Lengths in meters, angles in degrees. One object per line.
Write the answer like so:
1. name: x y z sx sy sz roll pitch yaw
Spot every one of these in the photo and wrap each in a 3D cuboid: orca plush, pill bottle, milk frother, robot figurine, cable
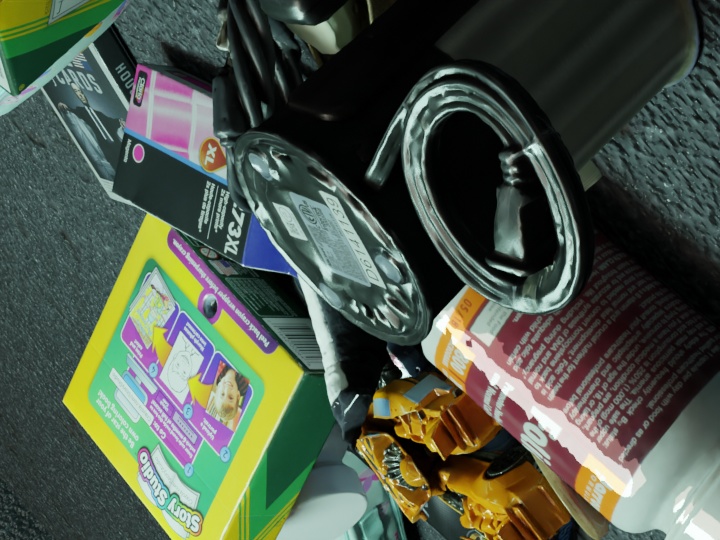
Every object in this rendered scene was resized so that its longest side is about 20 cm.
1. orca plush: 0.000 0.000 1.156 0.201 0.070 0.106 -98 -18 -46
2. pill bottle: -0.077 0.105 1.439 0.116 0.115 0.201 90 155 -61
3. pill bottle: 0.138 0.063 1.021 0.200 0.114 0.115 41 159 19
4. milk frother: 0.070 -0.071 0.812 0.199 0.188 0.181 32 156 34
5. robot figurine: 0.049 0.110 1.173 0.146 0.058 0.200 55 164 -9
6. cable: -0.061 -0.116 1.076 0.200 0.050 0.165 -34 -66 -86

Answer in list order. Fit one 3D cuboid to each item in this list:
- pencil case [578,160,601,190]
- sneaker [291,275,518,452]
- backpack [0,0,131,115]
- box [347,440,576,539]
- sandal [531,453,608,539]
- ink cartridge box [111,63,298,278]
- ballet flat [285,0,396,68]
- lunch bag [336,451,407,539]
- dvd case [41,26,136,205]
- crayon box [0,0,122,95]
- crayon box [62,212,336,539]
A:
1. pencil case: 0.044 -0.067 1.029 0.090 0.077 0.200 62 157 -9
2. sneaker: 0.028 0.042 1.265 0.200 0.070 0.082 42 163 13
3. backpack: -0.214 -0.195 1.172 0.153 0.176 0.200 44 164 2
4. box: 0.067 0.130 1.382 0.198 0.050 0.201 38 157 22
5. sandal: 0.144 0.098 1.139 0.078 0.069 0.212 54 -174 4
6. ink cartridge box: -0.089 -0.065 1.288 0.199 0.037 0.096 26 109 41
7. ballet flat: -0.031 -0.173 0.985 0.067 0.073 0.201 3 136 29
8. lunch bag: -0.030 0.186 1.630 0.160 0.077 0.201 35 156 28
9. dvd case: -0.194 -0.125 1.474 0.150 0.025 0.201 18 145 52
10. crayon box: -0.148 -0.213 0.990 0.058 0.173 0.201 37 157 20
11. crayon box: -0.108 0.082 1.351 0.200 0.058 0.174 45 119 37
